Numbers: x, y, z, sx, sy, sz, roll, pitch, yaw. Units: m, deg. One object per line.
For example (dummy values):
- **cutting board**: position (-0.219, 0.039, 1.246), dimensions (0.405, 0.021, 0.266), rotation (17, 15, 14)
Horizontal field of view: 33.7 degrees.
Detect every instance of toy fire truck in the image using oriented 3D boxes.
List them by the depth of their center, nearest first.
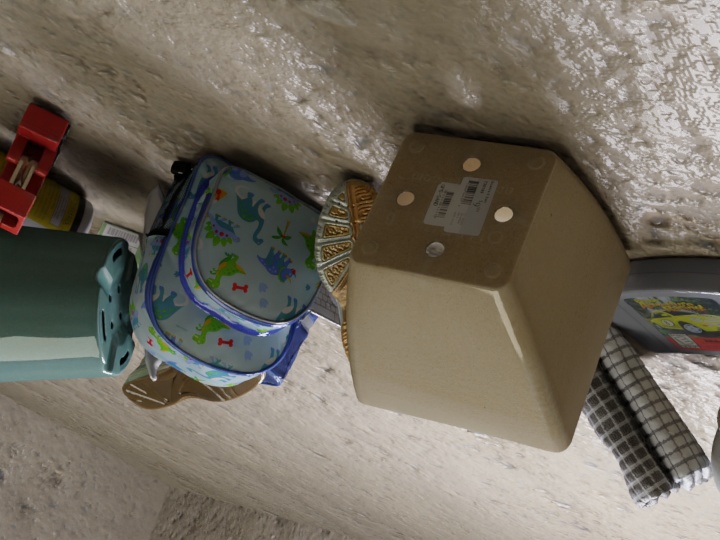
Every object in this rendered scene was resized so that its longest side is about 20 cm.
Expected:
- **toy fire truck**: position (-0.355, -0.095, 1.239), dimensions (0.048, 0.142, 0.200), rotation (25, 160, -14)

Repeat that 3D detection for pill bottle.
- **pill bottle**: position (-0.426, -0.079, 1.407), dimensions (0.199, 0.112, 0.111), rotation (31, 158, -27)

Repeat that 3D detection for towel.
- **towel**: position (0.272, 0.153, 1.195), dimensions (0.167, 0.085, 0.200), rotation (59, -173, 20)

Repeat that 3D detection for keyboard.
- **keyboard**: position (-0.026, 0.040, 1.359), dimensions (0.011, 0.057, 0.199), rotation (-29, 143, 27)

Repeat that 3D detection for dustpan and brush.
- **dustpan and brush**: position (-0.226, 0.022, 1.333), dimensions (0.056, 0.202, 0.140), rotation (-12, 161, -4)

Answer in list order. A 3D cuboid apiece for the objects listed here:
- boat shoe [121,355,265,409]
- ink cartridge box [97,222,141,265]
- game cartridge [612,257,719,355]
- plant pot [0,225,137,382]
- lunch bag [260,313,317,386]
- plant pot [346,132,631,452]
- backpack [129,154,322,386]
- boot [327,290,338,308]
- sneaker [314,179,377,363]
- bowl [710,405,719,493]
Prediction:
- **boat shoe**: position (-0.184, 0.106, 1.340), dimensions (0.198, 0.065, 0.072), rotation (-16, 128, 35)
- **ink cartridge box**: position (-0.268, 0.015, 1.591), dimensions (0.144, 0.048, 0.200), rotation (18, 161, 8)
- **game cartridge**: position (0.303, 0.034, 1.069), dimensions (0.199, 0.041, 0.133), rotation (-3, 146, 49)
- **plant pot**: position (-0.351, 0.037, 1.286), dimensions (0.193, 0.203, 0.201), rotation (2, 158, 7)
- **lunch bag**: position (-0.140, 0.045, 1.413), dimensions (0.199, 0.133, 0.136), rotation (-1, 144, 50)
- **plant pot**: position (0.093, 0.000, 0.982), dimensions (0.198, 0.201, 0.178), rotation (11, 148, 27)
- **backpack**: position (-0.129, 0.005, 1.185), dimensions (0.182, 0.202, 0.147), rotation (29, 160, -20)
- **boot**: position (0.083, 0.035, 1.250), dimensions (0.198, 0.069, 0.188), rotation (4, 154, 38)
- **sneaker**: position (0.000, 0.000, 1.164), dimensions (0.075, 0.088, 0.202), rotation (-4, 114, 6)
- **bowl**: position (0.385, 0.140, 1.064), dimensions (0.090, 0.202, 0.201), rotation (44, 155, -12)
